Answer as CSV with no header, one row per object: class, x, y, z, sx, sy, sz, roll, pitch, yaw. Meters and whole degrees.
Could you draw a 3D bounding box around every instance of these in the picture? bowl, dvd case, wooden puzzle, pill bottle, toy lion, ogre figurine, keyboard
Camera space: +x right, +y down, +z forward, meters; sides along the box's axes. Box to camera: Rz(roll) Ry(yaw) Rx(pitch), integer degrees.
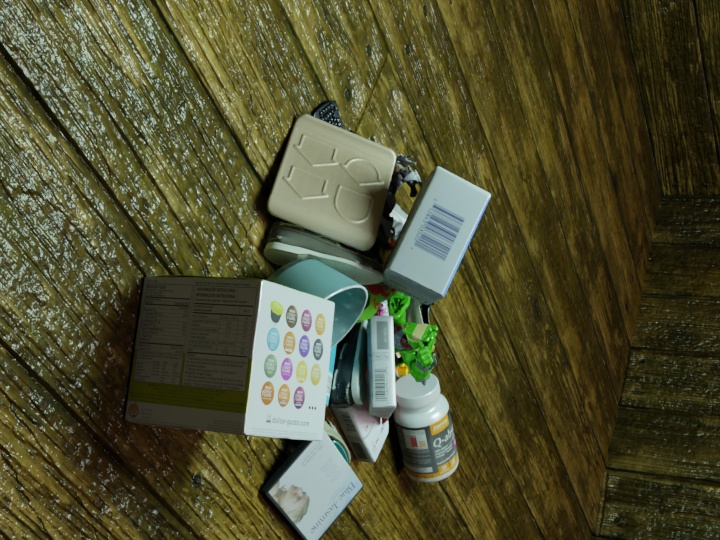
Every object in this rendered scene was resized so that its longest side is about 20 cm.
bowl,-0.096,0.061,1.605,0.200,0.105,0.202,-37,159,-17
dvd case,-0.078,0.367,1.738,0.143,0.017,0.201,-48,137,-18
wooden puzzle,-0.047,-0.140,1.685,0.046,0.182,0.203,123,-14,-57
pill bottle,0.129,0.315,2.078,0.116,0.114,0.203,-47,132,-50
toy lion,0.000,0.000,1.786,0.190,0.068,0.203,27,57,-35
ogre figurine,0.090,0.125,1.923,0.097,0.199,0.121,-33,143,-24
keyboard,-0.028,-0.207,1.834,0.104,0.039,0.203,-50,135,-48

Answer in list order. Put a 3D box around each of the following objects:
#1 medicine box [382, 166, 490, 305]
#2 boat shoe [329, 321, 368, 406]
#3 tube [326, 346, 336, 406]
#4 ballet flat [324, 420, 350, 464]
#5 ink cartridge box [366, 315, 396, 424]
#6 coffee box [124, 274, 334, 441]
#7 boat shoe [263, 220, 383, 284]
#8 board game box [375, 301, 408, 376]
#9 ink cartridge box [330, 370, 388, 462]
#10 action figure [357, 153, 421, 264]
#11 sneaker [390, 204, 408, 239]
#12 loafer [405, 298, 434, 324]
medicine box,0.117,-0.052,1.694,0.185,0.102,0.200,-64,-179,-6
boat shoe,-0.017,0.160,1.849,0.201,0.059,0.077,-77,155,-56
tube,-0.061,0.133,1.784,0.078,0.049,0.203,97,5,-68
ballet flat,-0.072,0.275,1.762,0.201,0.068,0.070,55,46,-47
ink cartridge box,0.029,0.184,1.859,0.200,0.046,0.163,110,-21,-72
coffee box,-0.173,0.121,1.413,0.199,0.197,0.202,21,72,-60
boat shoe,-0.055,-0.028,1.660,0.072,0.198,0.061,121,-18,-60
board game box,0.081,0.074,2.063,0.201,0.025,0.202,63,38,-42
ink cartridge box,0.021,0.232,1.944,0.201,0.056,0.164,-59,140,-36
action figure,0.043,-0.118,1.759,0.069,0.130,0.203,27,58,-22
sneaker,0.059,-0.106,1.961,0.200,0.074,0.083,39,32,-59
loafer,0.119,0.045,2.031,0.075,0.068,0.204,3,89,-63
